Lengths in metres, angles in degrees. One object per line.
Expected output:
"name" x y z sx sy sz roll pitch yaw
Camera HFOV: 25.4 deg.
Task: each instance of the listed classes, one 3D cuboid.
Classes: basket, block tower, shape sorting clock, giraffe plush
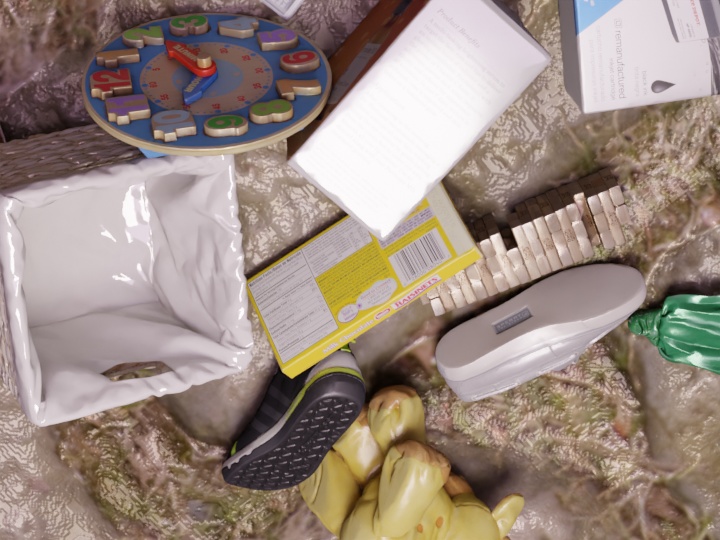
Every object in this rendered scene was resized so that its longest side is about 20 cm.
"basket" -0.212 -0.007 1.306 0.197 0.161 0.201 -14 113 -26
"block tower" 0.138 -0.023 1.408 0.199 0.058 0.054 -22 110 6
"shape sorting clock" -0.122 -0.153 1.268 0.199 0.201 0.039 -6 131 -2
"giraffe plush" 0.059 0.222 1.450 0.162 0.201 0.172 18 143 -35

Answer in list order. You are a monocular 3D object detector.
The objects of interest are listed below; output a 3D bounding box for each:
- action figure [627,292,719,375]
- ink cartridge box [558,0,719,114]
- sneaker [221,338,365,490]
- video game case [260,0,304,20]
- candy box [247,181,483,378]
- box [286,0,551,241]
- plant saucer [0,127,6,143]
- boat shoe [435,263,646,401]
"action figure" 0.343 0.057 1.453 0.199 0.055 0.119 6 111 1
"ink cartridge box" 0.269 -0.221 1.328 0.199 0.084 0.146 -9 111 -1
"sneaker" -0.057 0.128 1.450 0.071 0.083 0.200 21 134 -31
"video game case" -0.070 -0.336 1.295 0.181 0.023 0.200 36 104 -15
"candy box" 0.000 0.000 1.388 0.199 0.103 0.026 -32 144 9
"box" 0.040 -0.150 1.303 0.106 0.152 0.200 39 103 -16
"plant saucer" -0.393 -0.084 1.342 0.199 0.032 0.202 0 95 -5
"boat shoe" 0.168 0.061 1.439 0.199 0.072 0.069 -28 131 0
